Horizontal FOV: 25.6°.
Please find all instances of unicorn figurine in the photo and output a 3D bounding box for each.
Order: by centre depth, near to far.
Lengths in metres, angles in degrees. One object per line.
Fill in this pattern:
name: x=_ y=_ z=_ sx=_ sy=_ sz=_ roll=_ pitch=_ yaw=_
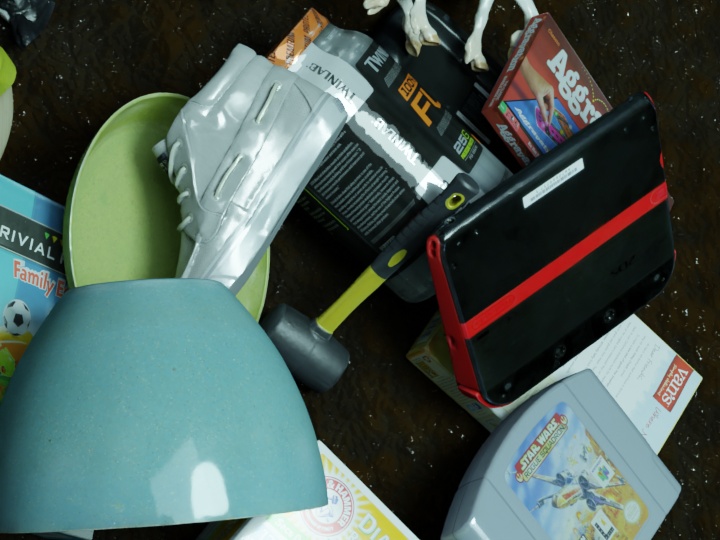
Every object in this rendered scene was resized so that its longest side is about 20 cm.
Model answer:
unicorn figurine: x=0.084 y=-0.220 z=1.174 sx=0.200 sy=0.074 sz=0.138 roll=14 pitch=76 yaw=-53

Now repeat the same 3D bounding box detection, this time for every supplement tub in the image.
supplement tub: x=0.006 y=-0.083 z=1.125 sx=0.200 sy=0.122 sz=0.123 roll=42 pitch=65 yaw=-10

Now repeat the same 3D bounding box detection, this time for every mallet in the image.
mallet: x=0.000 y=0.000 z=1.079 sx=0.066 sy=0.200 sz=0.041 roll=30 pitch=29 yaw=-14

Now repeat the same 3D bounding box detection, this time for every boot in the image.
boot: x=-0.098 y=-0.047 z=1.030 sx=0.095 sy=0.074 sz=0.201 roll=32 pitch=82 yaw=1

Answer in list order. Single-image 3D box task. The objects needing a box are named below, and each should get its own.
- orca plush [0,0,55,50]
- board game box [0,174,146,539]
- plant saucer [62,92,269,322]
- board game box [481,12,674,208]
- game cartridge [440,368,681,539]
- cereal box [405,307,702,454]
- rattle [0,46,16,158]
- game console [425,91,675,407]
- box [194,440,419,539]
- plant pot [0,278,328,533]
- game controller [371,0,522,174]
orca plush: x=-0.292 y=-0.225 z=1.056 sx=0.200 sy=0.071 sz=0.105 roll=45 pitch=65 yaw=-8
board game box: x=-0.216 y=0.056 z=0.996 sx=0.151 sy=0.047 sz=0.201 roll=29 pitch=64 yaw=-50
plant saucer: x=-0.133 y=-0.017 z=1.056 sx=0.200 sy=0.031 sz=0.201 roll=4 pitch=85 yaw=-56
board game box: x=0.167 y=-0.084 z=1.183 sx=0.200 sy=0.019 sz=0.103 roll=50 pitch=51 yaw=-29
game cartridge: x=0.140 y=0.159 z=1.097 sx=0.133 sy=0.041 sz=0.200 roll=54 pitch=45 yaw=-8
cereal box: x=0.149 y=0.074 z=1.196 sx=0.200 sy=0.039 sz=0.144 roll=43 pitch=64 yaw=-10
rattle: x=-0.314 y=-0.070 z=1.020 sx=0.142 sy=0.130 sz=0.201 roll=19 pitch=104 yaw=5
game console: x=0.138 y=-0.010 z=1.108 sx=0.200 sy=0.031 sz=0.177 roll=-34 pitch=131 yaw=-19
box: x=-0.011 y=0.223 z=1.056 sx=0.200 sy=0.101 sz=0.113 roll=45 pitch=65 yaw=-8
plant pot: x=-0.122 y=0.076 z=0.921 sx=0.199 sy=0.200 sz=0.136 roll=-1 pitch=84 yaw=-24
game controller: x=0.090 y=-0.121 z=1.208 sx=0.200 sy=0.042 sz=0.104 roll=42 pitch=50 yaw=-9
